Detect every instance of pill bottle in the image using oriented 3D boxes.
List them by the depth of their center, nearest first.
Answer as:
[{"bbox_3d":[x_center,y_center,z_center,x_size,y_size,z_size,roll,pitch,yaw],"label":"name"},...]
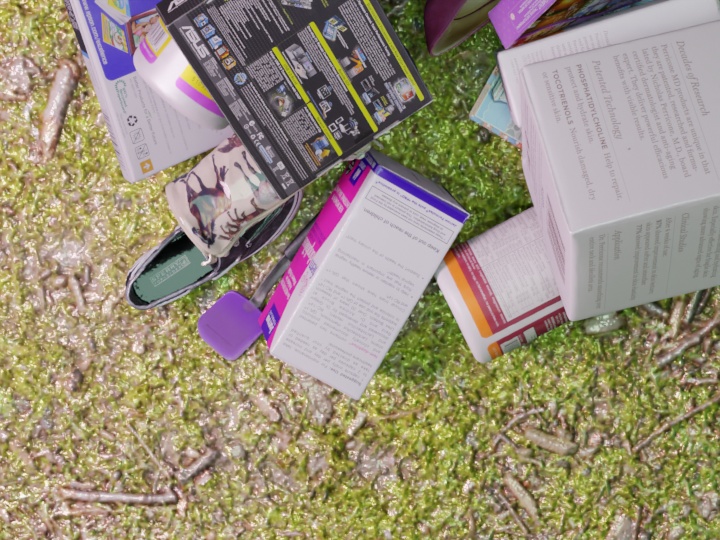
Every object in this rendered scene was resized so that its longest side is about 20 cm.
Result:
[{"bbox_3d":[-0.098,-0.226,1.448,0.104,0.104,0.200,39,103,-5],"label":"pill bottle"},{"bbox_3d":[0.173,-0.005,1.567,0.199,0.110,0.110,-27,98,2],"label":"pill bottle"}]

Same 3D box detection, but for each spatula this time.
[{"bbox_3d":[-0.078,0.001,1.618,0.056,0.021,0.200,40,96,-18],"label":"spatula"}]

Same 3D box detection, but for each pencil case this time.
[{"bbox_3d":[-0.081,-0.092,1.519,0.199,0.078,0.090,-37,73,1],"label":"pencil case"}]

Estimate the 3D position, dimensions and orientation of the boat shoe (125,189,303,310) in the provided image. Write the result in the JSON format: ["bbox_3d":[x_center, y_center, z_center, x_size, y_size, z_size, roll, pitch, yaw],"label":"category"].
[{"bbox_3d":[-0.139,-0.030,1.591,0.199,0.068,0.072,-33,97,6],"label":"boat shoe"}]

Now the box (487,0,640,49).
[{"bbox_3d":[0.222,-0.262,1.462,0.199,0.137,0.039,-23,81,-28],"label":"box"}]

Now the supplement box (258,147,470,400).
[{"bbox_3d":[0.000,0.000,1.569,0.103,0.101,0.201,27,99,-17],"label":"supplement box"}]

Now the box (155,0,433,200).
[{"bbox_3d":[-0.052,-0.178,1.405,0.159,0.044,0.201,-34,127,0],"label":"box"}]

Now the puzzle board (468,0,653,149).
[{"bbox_3d":[0.213,-0.193,1.584,0.150,0.017,0.201,29,98,-4],"label":"puzzle board"}]

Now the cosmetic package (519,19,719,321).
[{"bbox_3d":[0.250,-0.084,1.437,0.198,0.168,0.168,-13,62,-1],"label":"cosmetic package"}]

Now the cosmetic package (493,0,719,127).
[{"bbox_3d":[0.224,-0.192,1.525,0.198,0.101,0.072,-16,98,4],"label":"cosmetic package"}]

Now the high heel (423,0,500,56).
[{"bbox_3d":[0.133,-0.251,1.491,0.067,0.199,0.097,28,65,-42],"label":"high heel"}]

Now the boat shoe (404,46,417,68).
[{"bbox_3d":[-0.019,-0.232,1.516,0.075,0.093,0.200,-45,115,-7],"label":"boat shoe"}]

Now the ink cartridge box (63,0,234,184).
[{"bbox_3d":[-0.152,-0.207,1.537,0.199,0.043,0.200,-25,116,-18],"label":"ink cartridge box"}]
